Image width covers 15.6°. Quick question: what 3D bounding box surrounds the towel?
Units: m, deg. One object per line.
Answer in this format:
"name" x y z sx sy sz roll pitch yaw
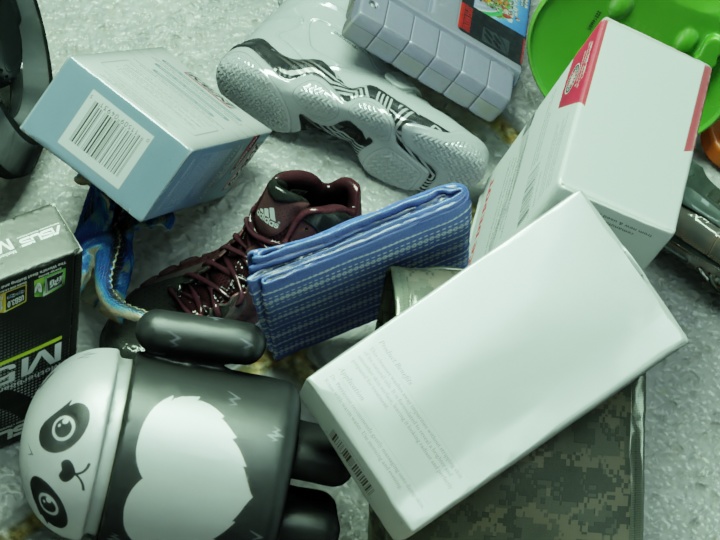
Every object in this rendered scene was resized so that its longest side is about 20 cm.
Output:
"towel" 0.000 0.000 1.646 0.145 0.200 0.024 -21 75 -4

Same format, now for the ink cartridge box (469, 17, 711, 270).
"ink cartridge box" 0.139 -0.042 1.708 0.083 0.200 0.145 22 54 -8

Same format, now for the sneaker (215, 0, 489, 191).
"sneaker" 0.010 -0.135 1.830 0.200 0.075 0.115 22 57 10

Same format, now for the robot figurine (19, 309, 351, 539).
"robot figurine" -0.107 0.117 1.600 0.200 0.125 0.150 12 60 -5

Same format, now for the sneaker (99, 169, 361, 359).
"sneaker" -0.081 -0.010 1.705 0.200 0.116 0.076 -30 64 -26

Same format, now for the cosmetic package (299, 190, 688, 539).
"cosmetic package" 0.076 0.056 1.531 0.200 0.081 0.113 -32 85 -10

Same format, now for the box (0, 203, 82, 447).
"box" -0.266 0.061 1.582 0.200 0.193 0.048 -21 59 -23

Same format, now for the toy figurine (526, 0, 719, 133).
"toy figurine" 0.222 -0.217 1.869 0.150 0.200 0.184 27 43 -3

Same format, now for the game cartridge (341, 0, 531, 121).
"game cartridge" 0.060 -0.198 1.854 0.130 0.038 0.200 26 38 -12

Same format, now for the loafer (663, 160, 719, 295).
"loafer" 0.242 -0.017 1.805 0.200 0.063 0.072 41 28 14

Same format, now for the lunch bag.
"lunch bag" 0.089 0.095 1.622 0.164 0.118 0.200 4 86 -6

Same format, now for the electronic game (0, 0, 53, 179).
"electronic game" -0.250 -0.158 1.738 0.042 0.200 0.200 -13 55 11

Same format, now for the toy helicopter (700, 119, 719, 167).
"toy helicopter" 0.341 -0.062 1.847 0.132 0.079 0.200 -19 71 -30

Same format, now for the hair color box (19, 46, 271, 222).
"hair color box" -0.135 -0.091 1.705 0.099 0.200 0.061 38 103 6

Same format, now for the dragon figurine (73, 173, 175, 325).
"dragon figurine" -0.158 -0.024 1.686 0.059 0.200 0.100 27 89 -18
